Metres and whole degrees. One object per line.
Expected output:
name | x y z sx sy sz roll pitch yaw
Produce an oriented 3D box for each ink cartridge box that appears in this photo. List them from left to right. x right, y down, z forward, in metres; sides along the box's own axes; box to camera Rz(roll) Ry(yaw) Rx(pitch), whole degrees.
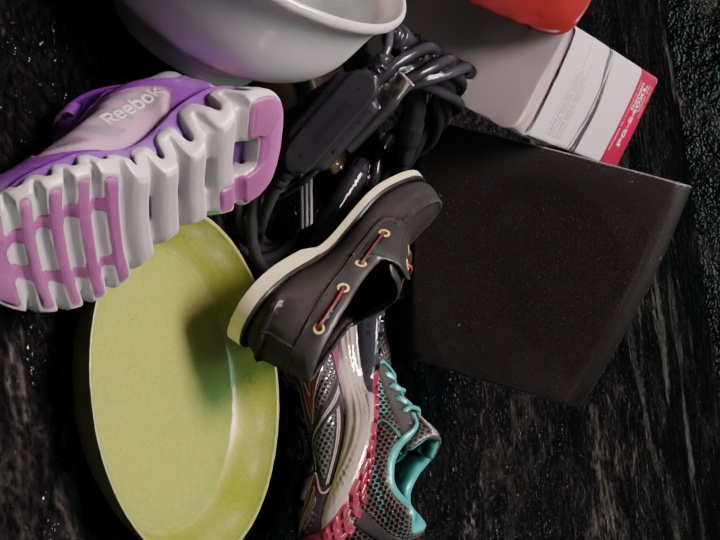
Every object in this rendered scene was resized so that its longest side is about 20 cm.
ink cartridge box | 0.117 -0.152 0.947 0.200 0.145 0.084 6 113 -62

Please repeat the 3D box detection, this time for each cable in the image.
cable | -0.014 -0.070 0.820 0.051 0.200 0.163 45 17 16

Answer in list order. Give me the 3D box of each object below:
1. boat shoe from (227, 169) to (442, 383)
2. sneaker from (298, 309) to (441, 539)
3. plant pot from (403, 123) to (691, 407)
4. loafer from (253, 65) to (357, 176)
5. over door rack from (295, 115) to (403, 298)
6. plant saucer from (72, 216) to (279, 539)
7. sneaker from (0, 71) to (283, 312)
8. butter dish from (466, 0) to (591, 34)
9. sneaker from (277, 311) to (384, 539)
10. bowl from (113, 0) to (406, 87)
boat shoe | -0.001 0.002 0.805 0.201 0.063 0.074 -42 160 -46
sneaker | 0.016 0.111 0.915 0.078 0.091 0.201 48 41 -54
plant pot | 0.132 -0.004 0.988 0.199 0.199 0.179 -14 118 -78
loafer | -0.054 -0.159 0.862 0.076 0.067 0.202 -37 118 -66
over door rack | 0.013 -0.072 0.995 0.200 0.066 0.149 27 60 -62
plant saucer | -0.105 0.065 0.725 0.200 0.031 0.202 -7 90 -67
sneaker | -0.133 -0.050 0.651 0.200 0.088 0.081 -33 144 -42
butter dish | 0.074 -0.279 0.815 0.198 0.148 0.201 18 101 -25
sneaker | -0.024 0.089 0.844 0.081 0.074 0.201 95 -1 -57
bowl | -0.079 -0.170 0.731 0.200 0.091 0.202 28 29 -17
